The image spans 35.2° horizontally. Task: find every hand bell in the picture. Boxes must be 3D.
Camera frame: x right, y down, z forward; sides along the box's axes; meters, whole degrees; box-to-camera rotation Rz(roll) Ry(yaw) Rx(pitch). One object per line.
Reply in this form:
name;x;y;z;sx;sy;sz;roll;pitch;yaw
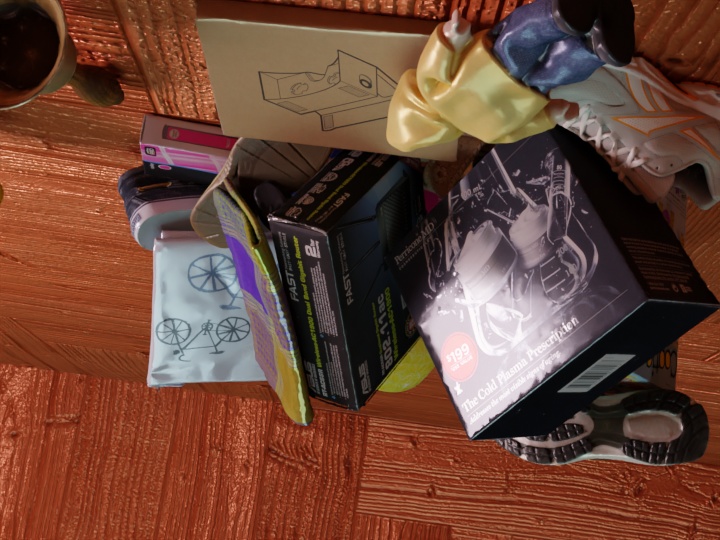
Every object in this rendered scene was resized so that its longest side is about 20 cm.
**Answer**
hand bell;-0.236;-0.161;0.915;0.104;0.104;0.200;5;177;13

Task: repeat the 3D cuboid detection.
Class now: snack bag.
snack bag;-0.127;0.044;1.200;0.188;0.021;0.200;-1;126;-15

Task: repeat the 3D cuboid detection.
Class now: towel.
towel;-0.087;0.031;1.013;0.023;0.200;0.144;-19;-146;-13

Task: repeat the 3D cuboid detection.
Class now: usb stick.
usb stick;-0.040;-0.018;1.040;0.033;0.056;0.200;-35;146;5

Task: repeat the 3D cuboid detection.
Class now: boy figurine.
boy figurine;0.094;-0.131;0.775;0.124;0.065;0.200;26;151;-27

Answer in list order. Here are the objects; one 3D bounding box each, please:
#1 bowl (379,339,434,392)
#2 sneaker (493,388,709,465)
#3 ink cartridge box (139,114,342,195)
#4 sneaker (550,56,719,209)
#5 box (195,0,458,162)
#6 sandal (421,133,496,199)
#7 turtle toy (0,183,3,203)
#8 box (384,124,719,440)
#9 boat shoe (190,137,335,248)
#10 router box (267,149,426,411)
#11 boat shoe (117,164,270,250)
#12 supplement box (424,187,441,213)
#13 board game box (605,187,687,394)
bowl;0.037;0.026;1.299;0.200;0.200;0.108;18;136;-33
sneaker;0.206;0.138;1.003;0.200;0.077;0.089;5;173;22
ink cartridge box;-0.114;-0.107;1.117;0.200;0.037;0.095;7;165;-6
sneaker;0.200;-0.102;0.839;0.200;0.092;0.076;13;164;-17
box;-0.019;-0.145;0.884;0.200;0.021;0.164;7;155;5
sandal;0.094;-0.089;0.992;0.211;0.070;0.078;-2;162;36
turtle toy;-0.437;-0.124;1.086;0.145;0.101;0.200;2;164;21
box;0.143;0.007;0.906;0.104;0.182;0.200;5;140;-43
boat shoe;-0.083;-0.096;1.033;0.073;0.063;0.201;37;130;-9
router box;0.000;0.000;1.002;0.062;0.150;0.200;15;132;30
boat shoe;-0.151;-0.075;1.191;0.200;0.091;0.071;-3;133;-29
supplement box;0.081;-0.023;1.192;0.200;0.101;0.103;19;161;-39
board game box;0.220;0.002;1.012;0.103;0.200;0.105;-3;162;37
